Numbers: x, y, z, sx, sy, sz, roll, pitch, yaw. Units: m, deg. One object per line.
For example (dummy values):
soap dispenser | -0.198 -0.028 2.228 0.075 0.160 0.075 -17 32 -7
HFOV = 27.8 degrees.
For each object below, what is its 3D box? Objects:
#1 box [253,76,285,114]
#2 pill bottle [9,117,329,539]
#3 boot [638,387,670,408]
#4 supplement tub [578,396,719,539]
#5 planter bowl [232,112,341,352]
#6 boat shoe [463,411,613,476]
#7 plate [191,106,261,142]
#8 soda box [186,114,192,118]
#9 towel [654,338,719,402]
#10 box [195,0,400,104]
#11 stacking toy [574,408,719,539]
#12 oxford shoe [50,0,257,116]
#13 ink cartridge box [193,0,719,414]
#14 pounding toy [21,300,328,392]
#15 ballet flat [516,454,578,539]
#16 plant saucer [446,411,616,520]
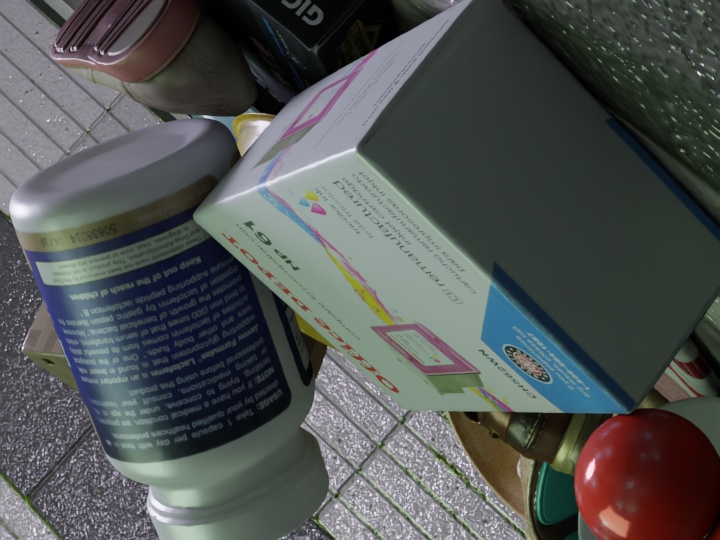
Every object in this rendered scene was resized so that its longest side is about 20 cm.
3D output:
box | -0.019 -0.088 0.973 0.200 0.050 0.158 42 177 0
pill bottle | -0.088 0.035 0.729 0.116 0.115 0.201 -146 36 -68
boot | 0.126 0.065 0.939 0.200 0.075 0.074 30 153 43
supplement tub | 0.196 0.155 0.763 0.140 0.140 0.200 40 176 31
planter bowl | 0.000 0.000 0.799 0.200 0.084 0.200 26 169 5
boat shoe | 0.089 0.057 0.783 0.067 0.072 0.200 20 -176 -1
plate | -0.062 -0.076 0.985 0.200 0.026 0.200 42 178 2
soda box | -0.047 -0.086 1.152 0.200 0.071 0.063 40 177 35
towel | 0.129 0.015 0.792 0.144 0.023 0.200 38 174 44
box | -0.054 -0.141 0.749 0.198 0.050 0.200 40 176 20
stacking toy | 0.169 0.111 0.533 0.199 0.086 0.085 25 177 -2
oxford shoe | -0.111 -0.114 0.771 0.075 0.071 0.200 39 -179 -27
ink cartridge box | 0.032 -0.015 0.602 0.144 0.085 0.200 43 162 -14
pounding toy | -0.106 0.010 0.966 0.142 0.201 0.184 2 151 37
ballet flat | 0.135 0.163 1.021 0.065 0.070 0.201 37 137 53
plant saucer | 0.136 0.102 1.069 0.200 0.035 0.201 33 137 38
